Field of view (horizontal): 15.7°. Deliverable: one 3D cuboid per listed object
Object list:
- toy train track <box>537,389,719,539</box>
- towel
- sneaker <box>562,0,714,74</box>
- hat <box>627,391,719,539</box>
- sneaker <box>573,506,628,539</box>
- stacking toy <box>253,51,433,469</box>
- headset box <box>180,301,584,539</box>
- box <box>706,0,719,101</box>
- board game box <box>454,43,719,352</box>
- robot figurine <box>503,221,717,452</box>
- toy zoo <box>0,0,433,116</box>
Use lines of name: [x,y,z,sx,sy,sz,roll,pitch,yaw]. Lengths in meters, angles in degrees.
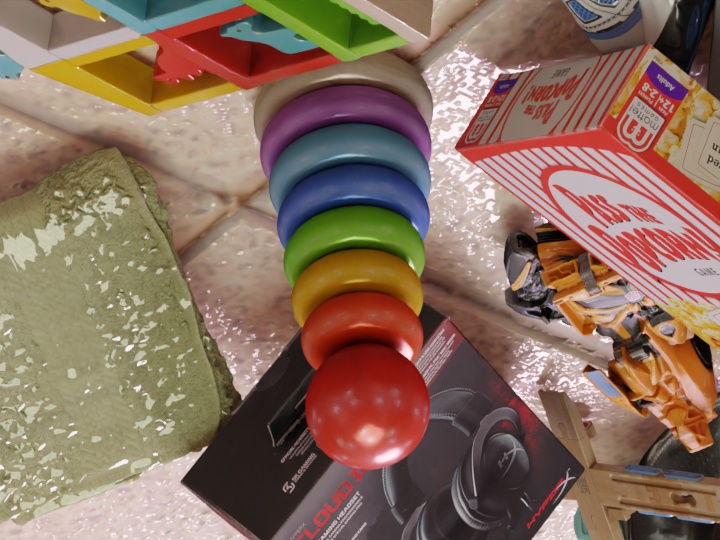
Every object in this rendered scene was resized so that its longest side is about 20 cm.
toy train track: [0.159,0.114,1.422,0.032,0.115,0.200,-28,-164,-29]
towel: [-0.147,0.037,1.284,0.148,0.037,0.200,-22,131,-3]
sneaker: [0.108,-0.141,1.114,0.077,0.076,0.200,11,151,20]
hat: [0.244,0.161,1.454,0.200,0.081,0.201,-2,109,-5]
sneaker: [0.206,0.178,1.561,0.199,0.078,0.091,15,144,-24]
stacking toy: [0.000,0.000,1.167,0.085,0.200,0.085,-4,145,-3]
headset box: [0.011,0.102,1.358,0.149,0.077,0.200,-51,140,-8]
box: [0.248,-0.046,1.164,0.200,0.041,0.156,29,147,25]
board game box: [0.157,-0.020,1.177,0.200,0.046,0.151,37,166,-17]
robot figurine: [0.162,0.018,1.338,0.145,0.058,0.200,-24,141,22]
toy zoo: [-0.086,-0.111,1.112,0.200,0.021,0.131,-12,153,40]
